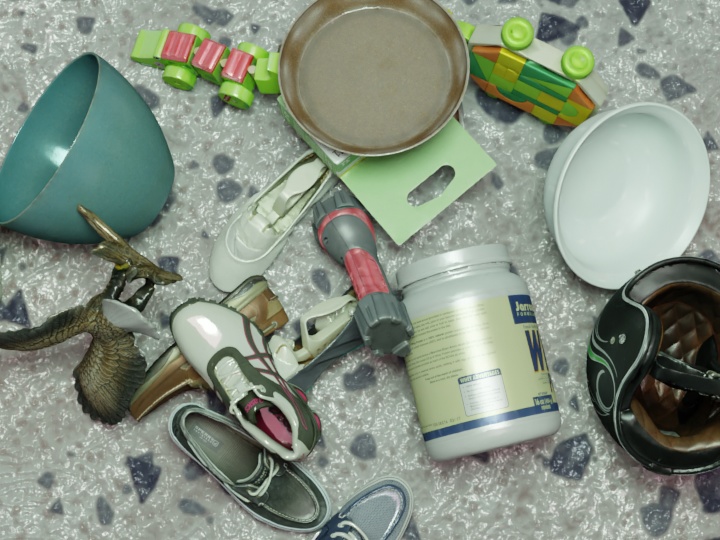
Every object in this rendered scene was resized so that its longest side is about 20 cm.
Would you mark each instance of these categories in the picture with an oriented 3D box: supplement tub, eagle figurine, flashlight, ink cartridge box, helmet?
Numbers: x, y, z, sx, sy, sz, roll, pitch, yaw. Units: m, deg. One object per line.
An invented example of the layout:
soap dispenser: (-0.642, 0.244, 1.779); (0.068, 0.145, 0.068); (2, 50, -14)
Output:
supplement tub: (0.117, 0.086, 1.244); (0.144, 0.145, 0.201); (-12, 80, -5)
eagle figurine: (-0.272, 0.061, 1.204); (0.152, 0.151, 0.200); (45, 100, 19)
flashlight: (0.000, 0.000, 1.242); (0.067, 0.068, 0.201); (-3, 39, -15)
ink cartridge box: (0.029, -0.148, 1.273); (0.145, 0.048, 0.200); (-39, 74, -8)
helmet: (0.324, 0.093, 1.230); (0.199, 0.191, 0.201); (3, 117, 6)

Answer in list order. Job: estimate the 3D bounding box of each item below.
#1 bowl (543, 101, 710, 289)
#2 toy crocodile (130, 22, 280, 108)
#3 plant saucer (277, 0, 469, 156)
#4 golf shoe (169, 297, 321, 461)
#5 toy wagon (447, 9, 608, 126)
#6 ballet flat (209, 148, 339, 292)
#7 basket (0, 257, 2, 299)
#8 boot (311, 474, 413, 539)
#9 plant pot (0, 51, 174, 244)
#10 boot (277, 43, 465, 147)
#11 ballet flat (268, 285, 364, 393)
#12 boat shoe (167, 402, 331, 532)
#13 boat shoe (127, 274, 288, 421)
bowl: (0.271, -0.089, 1.294); (0.200, 0.090, 0.202); (-8, 110, -22)
toy crocodile: (-0.166, -0.231, 1.322); (0.199, 0.062, 0.068); (19, 80, 19)
plant saucer: (0.014, -0.207, 1.251); (0.199, 0.032, 0.202); (-1, 73, 4)
golf shoe: (-0.114, 0.107, 1.193); (0.077, 0.088, 0.200); (-44, 92, 5)
toy wagon: (0.166, -0.220, 1.293); (0.199, 0.155, 0.040); (26, 78, 3)
ballet flat: (-0.095, -0.064, 1.304); (0.069, 0.069, 0.200); (41, 80, 5)
basket: (-0.441, -0.032, 1.218); (0.122, 0.200, 0.137); (-5, 79, -8)
boot: (-0.016, 0.291, 1.226); (0.073, 0.090, 0.200); (41, 80, 6)
plant pot: (-0.275, -0.107, 1.258); (0.134, 0.200, 0.201); (31, 77, -31)
boot: (0.007, -0.184, 1.334); (0.199, 0.064, 0.188); (-13, 72, -6)
ballet flat: (-0.059, 0.083, 1.273); (0.200, 0.073, 0.073); (-37, 83, -12)
boat shoe: (-0.114, 0.209, 1.237); (0.199, 0.071, 0.072); (34, 80, -8)
boat shoe: (-0.159, 0.093, 1.267); (0.200, 0.076, 0.074); (-42, 95, -3)
